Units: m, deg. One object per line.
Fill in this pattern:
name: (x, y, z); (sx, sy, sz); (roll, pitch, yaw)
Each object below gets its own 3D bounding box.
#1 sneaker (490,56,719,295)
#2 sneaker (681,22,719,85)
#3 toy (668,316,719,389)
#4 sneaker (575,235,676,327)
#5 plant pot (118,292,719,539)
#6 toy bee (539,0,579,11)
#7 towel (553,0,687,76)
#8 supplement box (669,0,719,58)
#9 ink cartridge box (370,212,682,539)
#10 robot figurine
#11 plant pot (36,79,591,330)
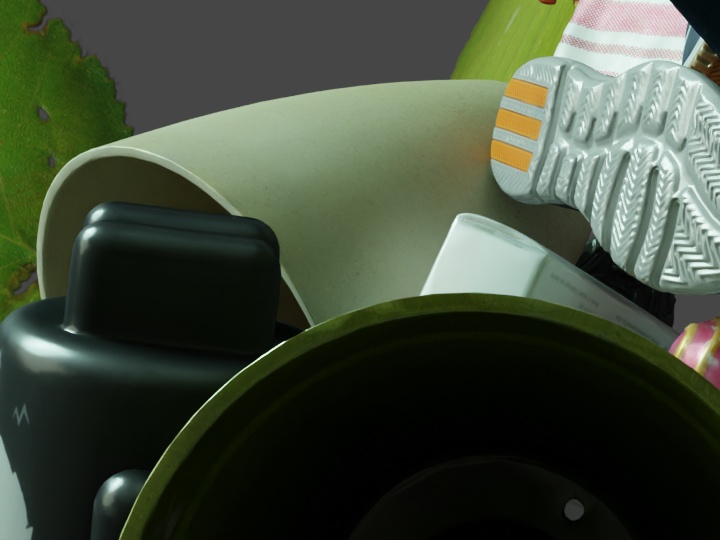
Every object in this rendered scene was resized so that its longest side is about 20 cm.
sneaker: (0.137, -0.035, 0.842); (0.200, 0.111, 0.078); (42, 117, 64)
sneaker: (0.188, -0.128, 0.922); (0.200, 0.070, 0.109); (-57, 3, 40)
toy: (0.124, 0.051, 0.782); (0.116, 0.047, 0.200); (-62, 4, -21)
sneaker: (0.084, 0.066, 1.059); (0.201, 0.074, 0.079); (-63, -1, 19)
plant pot: (0.036, 0.116, 0.681); (0.202, 0.199, 0.193); (-64, -7, -3)
toy bee: (0.154, -0.170, 1.213); (0.200, 0.108, 0.132); (-41, -41, -69)
towel: (0.161, -0.141, 1.099); (0.146, 0.030, 0.201); (7, 69, 50)
supplement box: (0.147, -0.207, 0.796); (0.200, 0.134, 0.200); (-43, 22, 12)
ink cartridge box: (0.049, 0.096, 0.858); (0.162, 0.057, 0.201); (29, -90, -55)
robot figurine: (-0.076, 0.080, 0.787); (0.150, 0.124, 0.202); (-7, -72, -54)
plant pot: (0.000, 0.000, 0.941); (0.199, 0.188, 0.188); (-30, -19, -37)
